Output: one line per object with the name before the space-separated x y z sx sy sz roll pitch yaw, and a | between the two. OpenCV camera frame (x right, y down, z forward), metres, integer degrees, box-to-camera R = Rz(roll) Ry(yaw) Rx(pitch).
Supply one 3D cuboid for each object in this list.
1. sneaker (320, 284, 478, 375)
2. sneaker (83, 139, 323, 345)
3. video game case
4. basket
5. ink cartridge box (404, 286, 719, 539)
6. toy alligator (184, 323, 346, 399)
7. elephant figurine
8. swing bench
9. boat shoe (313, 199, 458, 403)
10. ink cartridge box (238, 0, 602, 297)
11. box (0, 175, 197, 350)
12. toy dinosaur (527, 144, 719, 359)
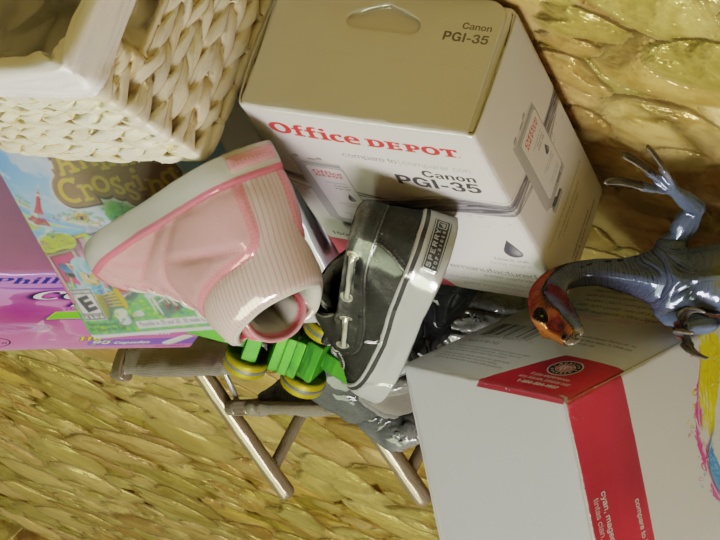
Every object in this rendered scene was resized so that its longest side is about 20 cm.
sneaker | 0.000 0.000 1.579 0.075 0.114 0.200 30 174 -39
sneaker | -0.088 0.003 1.408 0.200 0.075 0.105 -27 88 58
video game case | -0.119 -0.038 1.499 0.200 0.022 0.182 -5 126 32
basket | -0.160 -0.138 1.373 0.200 0.136 0.123 5 157 45
ink cartridge box | 0.156 0.094 1.466 0.145 0.200 0.145 9 117 52
toy alligator | -0.073 0.031 1.619 0.200 0.054 0.059 19 123 -4
elephant figurine | 0.044 0.035 1.676 0.142 0.155 0.200 52 150 -4
swing bench | -0.047 0.075 1.887 0.200 0.130 0.199 39 158 -28
boat shoe | 0.007 0.013 1.421 0.064 0.071 0.200 19 152 -1
ink cartridge box | 0.036 -0.070 1.394 0.146 0.083 0.200 9 157 25
box | -0.183 -0.015 1.694 0.176 0.097 0.200 -1 163 -17
toy dinosaur | 0.193 0.020 1.381 0.181 0.105 0.200 -6 152 26
